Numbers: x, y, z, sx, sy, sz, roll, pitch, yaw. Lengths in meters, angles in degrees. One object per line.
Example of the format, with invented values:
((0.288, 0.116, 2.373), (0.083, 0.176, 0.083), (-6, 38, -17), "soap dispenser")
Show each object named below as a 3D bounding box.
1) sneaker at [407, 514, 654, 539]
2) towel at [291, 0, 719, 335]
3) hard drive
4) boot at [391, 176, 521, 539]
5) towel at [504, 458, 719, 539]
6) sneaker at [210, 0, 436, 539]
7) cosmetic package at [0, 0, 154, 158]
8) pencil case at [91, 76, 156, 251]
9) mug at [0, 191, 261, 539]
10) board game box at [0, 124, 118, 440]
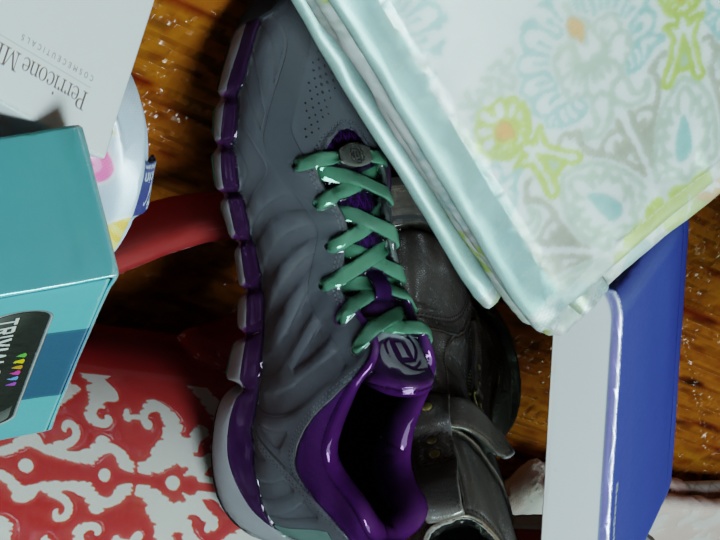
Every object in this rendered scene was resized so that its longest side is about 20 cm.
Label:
((0.019, 0.146, 1.200), (0.199, 0.072, 0.112), (-10, -173, 34), "sneaker")
((0.073, -0.096, 0.953), (0.171, 0.048, 0.200), (-40, 124, -11), "towel")
((0.101, 0.052, 1.112), (0.200, 0.025, 0.133), (-39, 133, -73), "hard drive")
((0.033, 0.078, 1.098), (0.069, 0.175, 0.200), (-19, 146, 7), "boot")
((0.081, 0.167, 1.405), (0.190, 0.032, 0.200), (8, 130, -48), "towel")
((0.000, 0.000, 0.974), (0.074, 0.087, 0.201), (-9, 104, -40), "sneaker")
((-0.117, -0.132, 0.734), (0.200, 0.051, 0.152), (30, 73, -55), "cosmetic package")
((-0.164, -0.033, 0.869), (0.199, 0.083, 0.091), (-3, 119, -37), "pencil case")
((-0.110, 0.055, 1.032), (0.133, 0.179, 0.199), (-1, 170, 45), "mug")
((-0.179, 0.022, 0.798), (0.199, 0.047, 0.151), (-11, 164, -17), "board game box")
